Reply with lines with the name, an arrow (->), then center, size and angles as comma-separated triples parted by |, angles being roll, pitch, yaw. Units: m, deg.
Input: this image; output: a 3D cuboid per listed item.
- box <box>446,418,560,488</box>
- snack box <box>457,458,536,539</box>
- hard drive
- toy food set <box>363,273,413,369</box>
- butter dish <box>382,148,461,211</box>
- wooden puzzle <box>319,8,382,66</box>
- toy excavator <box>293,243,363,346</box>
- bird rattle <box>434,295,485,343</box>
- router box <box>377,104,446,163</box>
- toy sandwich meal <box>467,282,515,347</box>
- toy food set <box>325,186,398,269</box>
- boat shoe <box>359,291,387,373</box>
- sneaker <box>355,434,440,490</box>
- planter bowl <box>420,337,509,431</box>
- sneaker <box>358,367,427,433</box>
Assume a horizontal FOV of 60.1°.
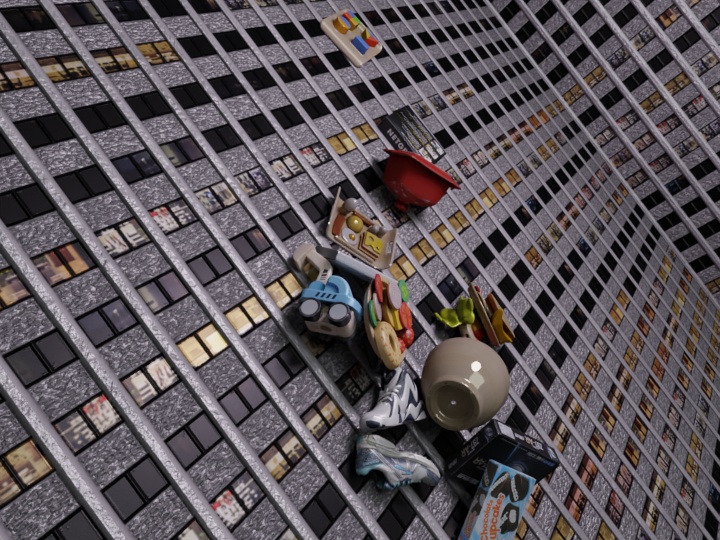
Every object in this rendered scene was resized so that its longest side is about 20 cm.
box -> 0.315, 0.424, 1.378 | 0.199, 0.160, 0.044 | 30, 26, -24
snack box -> 0.285, 0.514, 1.312 | 0.116, 0.037, 0.202 | 27, 82, -25
hard drive -> 0.000, 0.000, 1.437 | 0.199, 0.132, 0.026 | 26, 85, -27
toy food set -> 0.063, 0.104, 1.331 | 0.200, 0.048, 0.200 | -8, 85, -64
butter dish -> 0.142, -0.234, 1.725 | 0.198, 0.149, 0.200 | 28, 4, -26
wooden puzzle -> -0.020, -0.766, 2.018 | 0.185, 0.046, 0.200 | 45, 41, -8
toy excavator -> -0.075, 0.041, 1.329 | 0.100, 0.192, 0.201 | 73, 31, -51
bird rattle -> 0.291, 0.163, 1.608 | 0.201, 0.112, 0.163 | 60, 25, 5
router box -> 0.161, -0.403, 1.921 | 0.201, 0.051, 0.149 | 51, 42, -1
toy sandwich meal -> 0.351, 0.115, 1.658 | 0.205, 0.070, 0.207 | -24, 90, -83
toy food set -> 0.007, -0.106, 1.561 | 0.199, 0.060, 0.144 | 33, 44, -21
boat shoe -> 0.029, 0.134, 1.408 | 0.067, 0.071, 0.202 | 9, 64, -40
sneaker -> 0.070, 0.407, 1.257 | 0.199, 0.078, 0.087 | 27, 58, -17
planter bowl -> 0.217, 0.266, 1.363 | 0.201, 0.200, 0.135 | 51, 28, 0
sneaker -> 0.058, 0.265, 1.318 | 0.198, 0.079, 0.131 | 0, 69, -43
